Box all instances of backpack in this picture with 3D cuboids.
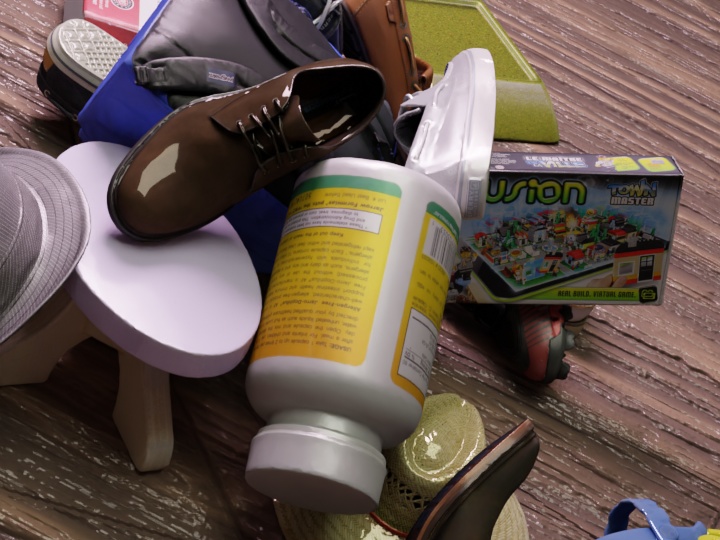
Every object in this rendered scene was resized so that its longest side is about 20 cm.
[{"bbox_3d":[-0.082,-0.101,1.139,0.199,0.168,0.163,37,57,-13],"label":"backpack"}]

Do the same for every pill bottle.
[{"bbox_3d":[-0.008,0.042,0.994,0.112,0.113,0.202,18,68,-13],"label":"pill bottle"}]

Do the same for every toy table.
[{"bbox_3d":[-0.150,0.024,1.027,0.182,0.118,0.201,6,39,-26],"label":"toy table"}]

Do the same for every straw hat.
[{"bbox_3d":[0.043,0.128,1.050,0.199,0.085,0.202,17,36,-13],"label":"straw hat"}]

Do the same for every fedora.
[{"bbox_3d":[-0.268,-0.021,0.942,0.199,0.091,0.177,-33,49,-2],"label":"fedora"}]

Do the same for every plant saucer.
[{"bbox_3d":[0.082,-0.208,1.537,0.198,0.048,0.200,0,43,-33],"label":"plant saucer"}]

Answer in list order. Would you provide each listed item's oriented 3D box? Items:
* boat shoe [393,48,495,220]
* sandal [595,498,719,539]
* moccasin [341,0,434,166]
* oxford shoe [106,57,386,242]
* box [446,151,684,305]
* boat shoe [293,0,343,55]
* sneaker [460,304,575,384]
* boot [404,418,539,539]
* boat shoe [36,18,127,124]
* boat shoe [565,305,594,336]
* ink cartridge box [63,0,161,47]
[{"bbox_3d":[0.057,-0.098,1.113,0.068,0.073,0.201,6,38,1],"label":"boat shoe"},{"bbox_3d":[0.178,0.211,1.052,0.087,0.080,0.200,34,27,16],"label":"sandal"},{"bbox_3d":[0.032,-0.157,1.326,0.077,0.203,0.074,-28,29,-14],"label":"moccasin"},{"bbox_3d":[-0.069,-0.084,0.998,0.199,0.084,0.073,-34,101,-21],"label":"oxford shoe"},{"bbox_3d":[0.130,-0.030,1.177,0.198,0.111,0.035,0,28,-6],"label":"box"},{"bbox_3d":[-0.042,-0.205,1.210,0.071,0.072,0.200,44,-3,13],"label":"boat shoe"},{"bbox_3d":[0.099,0.008,1.257,0.097,0.071,0.202,-6,53,-21],"label":"sneaker"},{"bbox_3d":[0.064,0.188,0.954,0.097,0.075,0.200,41,75,4],"label":"boot"},{"bbox_3d":[-0.165,-0.113,1.240,0.199,0.062,0.075,36,41,-15],"label":"boat shoe"},{"bbox_3d":[0.152,-0.037,1.347,0.074,0.069,0.201,5,41,-29],"label":"boat shoe"},{"bbox_3d":[-0.143,-0.189,1.331,0.198,0.084,0.145,14,37,-18],"label":"ink cartridge box"}]
